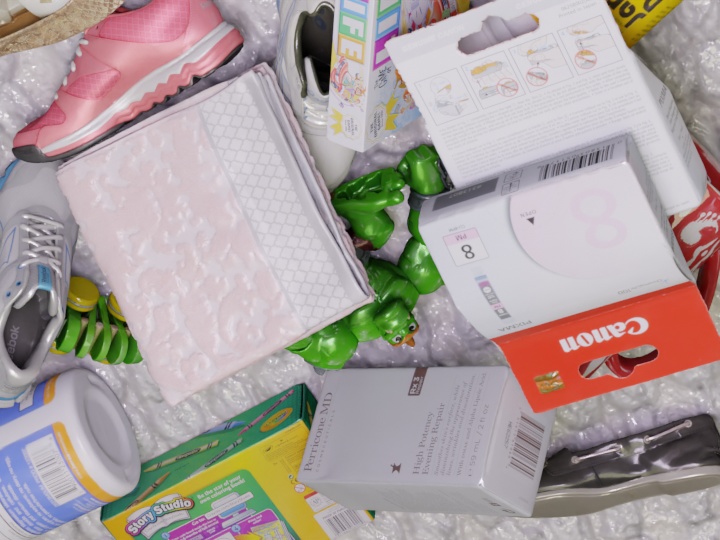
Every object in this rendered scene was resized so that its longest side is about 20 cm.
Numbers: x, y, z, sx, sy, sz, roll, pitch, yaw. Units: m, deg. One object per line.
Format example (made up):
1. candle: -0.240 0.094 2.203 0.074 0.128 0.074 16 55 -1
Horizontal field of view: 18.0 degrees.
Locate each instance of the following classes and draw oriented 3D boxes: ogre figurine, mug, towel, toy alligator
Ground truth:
1. ogre figurine: 0.000 0.000 1.750 0.200 0.098 0.120 -51 132 -20
2. mug: 0.200 -0.013 1.748 0.200 0.134 0.177 -44 149 17
3. towel: -0.109 -0.026 1.679 0.191 0.032 0.201 -27 87 20
4. toy alligator: -0.233 0.042 1.772 0.199 0.054 0.059 14 125 -26

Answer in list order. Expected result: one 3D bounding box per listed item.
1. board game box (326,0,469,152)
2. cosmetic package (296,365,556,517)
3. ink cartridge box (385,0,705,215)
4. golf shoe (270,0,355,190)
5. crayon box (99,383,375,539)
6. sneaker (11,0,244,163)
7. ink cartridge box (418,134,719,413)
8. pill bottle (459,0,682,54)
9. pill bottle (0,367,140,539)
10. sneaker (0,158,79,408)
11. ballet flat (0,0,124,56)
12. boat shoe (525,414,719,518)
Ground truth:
1. board game box: 0.032 -0.200 1.616 0.034 0.134 0.201 22 125 27
2. cosmetic package: 0.050 0.132 1.766 0.199 0.102 0.074 -4 153 43
3. ink cartridge box: 0.133 -0.111 1.605 0.162 0.057 0.200 -18 112 22
4. golf shoe: -0.035 -0.135 1.673 0.078 0.097 0.201 -1 122 -1
5. crayon box: -0.101 0.192 1.885 0.199 0.058 0.119 -27 117 15
6. sneaker: -0.184 -0.152 1.689 0.200 0.074 0.087 -29 96 17
7. ink cartridge box: 0.154 0.015 1.618 0.162 0.057 0.201 -18 113 21
8. pill bottle: 0.163 -0.207 1.622 0.113 0.113 0.200 39 113 -21
9. pill bottle: -0.289 0.167 1.839 0.199 0.112 0.112 -26 118 15
10. sneaker: -0.243 0.002 1.705 0.075 0.201 0.087 13 164 -24
11. ballet flat: -0.255 -0.192 1.646 0.199 0.071 0.065 -24 159 12
12. boat shoe: 0.204 0.163 1.882 0.199 0.057 0.067 -10 156 10
